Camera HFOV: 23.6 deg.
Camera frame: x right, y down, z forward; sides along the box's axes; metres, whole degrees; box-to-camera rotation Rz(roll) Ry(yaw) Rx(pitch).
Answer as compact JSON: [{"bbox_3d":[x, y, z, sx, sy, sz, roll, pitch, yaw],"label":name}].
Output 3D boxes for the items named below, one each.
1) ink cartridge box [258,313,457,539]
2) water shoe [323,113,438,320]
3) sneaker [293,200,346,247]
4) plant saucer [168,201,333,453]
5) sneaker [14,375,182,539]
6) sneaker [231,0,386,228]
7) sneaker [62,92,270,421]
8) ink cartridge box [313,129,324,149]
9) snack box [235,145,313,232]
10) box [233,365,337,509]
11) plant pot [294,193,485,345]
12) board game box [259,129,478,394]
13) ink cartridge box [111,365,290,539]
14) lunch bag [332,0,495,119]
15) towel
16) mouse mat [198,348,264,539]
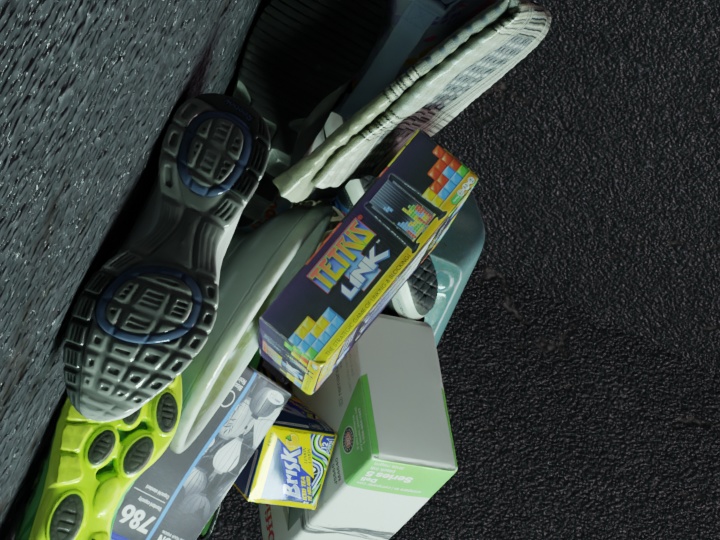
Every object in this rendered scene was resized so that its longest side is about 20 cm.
[{"bbox_3d":[-0.011,0.150,1.443,0.200,0.084,0.146,-51,-143,43],"label":"ink cartridge box"},{"bbox_3d":[-0.005,-0.044,1.426,0.079,0.200,0.071,-13,-165,32],"label":"water shoe"},{"bbox_3d":[-0.047,0.011,1.430,0.200,0.085,0.077,-45,-140,47],"label":"sneaker"},{"bbox_3d":[-0.090,0.029,1.179,0.200,0.050,0.200,-57,177,-4],"label":"plant saucer"},{"bbox_3d":[-0.176,0.132,1.073,0.084,0.074,0.200,1,-114,64],"label":"sneaker"},{"bbox_3d":[-0.045,-0.128,1.148,0.200,0.074,0.089,-55,-178,23],"label":"sneaker"},{"bbox_3d":[-0.108,-0.001,0.983,0.200,0.074,0.087,-64,-177,-20],"label":"sneaker"},{"bbox_3d":[0.003,-0.186,1.511,0.146,0.085,0.200,-66,176,31],"label":"ink cartridge box"},{"bbox_3d":[-0.065,-0.072,1.341,0.116,0.037,0.200,125,-16,-76],"label":"snack box"},{"bbox_3d":[-0.092,0.130,1.445,0.200,0.064,0.070,33,-70,62],"label":"box"},{"bbox_3d":[0.005,0.006,1.588,0.197,0.195,0.200,-65,-165,11],"label":"plant pot"},{"bbox_3d":[0.000,0.000,1.199,0.165,0.057,0.200,-49,177,-10],"label":"board game box"},{"bbox_3d":[-0.143,0.153,1.306,0.200,0.039,0.099,-56,139,-2],"label":"ink cartridge box"},{"bbox_3d":[0.045,-0.212,1.194,0.170,0.127,0.200,127,-17,-57],"label":"lunch bag"},{"bbox_3d":[0.042,-0.108,1.138,0.200,0.035,0.193,-38,178,12],"label":"towel"},{"bbox_3d":[-0.125,0.105,1.440,0.161,0.008,0.200,46,-58,60],"label":"mouse mat"}]
